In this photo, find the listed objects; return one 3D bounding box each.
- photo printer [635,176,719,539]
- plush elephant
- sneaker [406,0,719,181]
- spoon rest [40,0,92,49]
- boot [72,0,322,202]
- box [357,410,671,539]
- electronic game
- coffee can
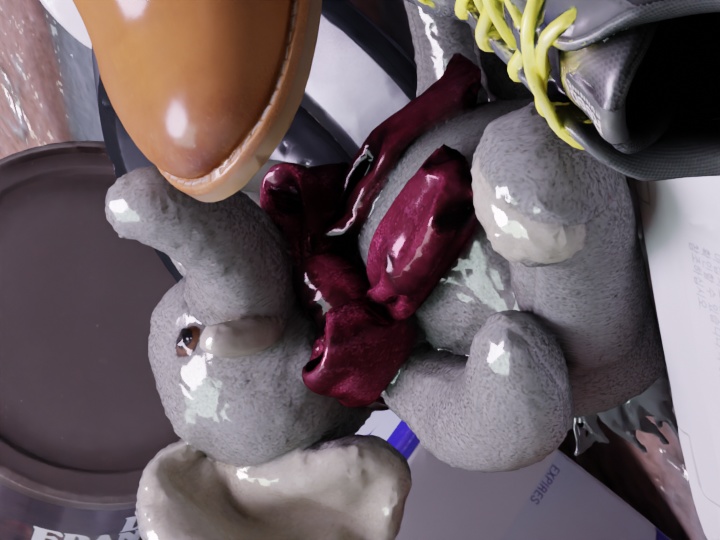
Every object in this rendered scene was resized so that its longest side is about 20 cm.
[{"bbox_3d":[0.156,0.032,0.610,0.200,0.069,0.167,28,141,48],"label":"photo printer"},{"bbox_3d":[0.000,0.000,0.743,0.200,0.154,0.165,70,-172,-49],"label":"plush elephant"},{"bbox_3d":[0.050,-0.069,0.574,0.199,0.085,0.075,17,141,29],"label":"sneaker"},{"bbox_3d":[-0.120,-0.162,0.931,0.099,0.060,0.201,28,140,49],"label":"spoon rest"},{"bbox_3d":[-0.091,-0.120,0.666,0.077,0.155,0.201,-28,59,35],"label":"boot"},{"bbox_3d":[-0.013,0.148,0.899,0.105,0.184,0.200,40,156,-8],"label":"box"},{"bbox_3d":[-0.019,-0.025,0.905,0.200,0.042,0.200,34,147,26],"label":"electronic game"},{"bbox_3d":[-0.118,0.057,1.070,0.147,0.146,0.200,54,156,12],"label":"coffee can"}]
